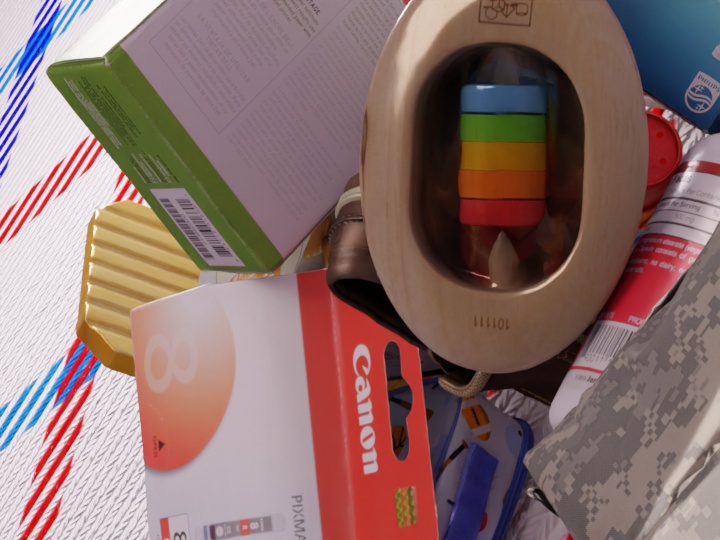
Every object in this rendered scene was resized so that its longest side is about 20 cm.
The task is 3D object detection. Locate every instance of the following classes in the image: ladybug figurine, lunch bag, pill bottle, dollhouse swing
[{"bbox_3d":[0.070,-0.054,1.153,0.072,0.135,0.201,-10,-75,-75],"label":"ladybug figurine"},{"bbox_3d":[0.013,0.159,1.336,0.160,0.075,0.201,-19,43,50],"label":"lunch bag"},{"bbox_3d":[0.179,0.010,1.149,0.201,0.112,0.112,-60,23,-10],"label":"pill bottle"},{"bbox_3d":[-0.055,-0.010,1.561,0.182,0.175,0.200,-45,25,25],"label":"dollhouse swing"},{"bbox_3d":[0.173,0.061,1.000,0.200,0.139,0.168,-53,54,11],"label":"lunch bag"}]

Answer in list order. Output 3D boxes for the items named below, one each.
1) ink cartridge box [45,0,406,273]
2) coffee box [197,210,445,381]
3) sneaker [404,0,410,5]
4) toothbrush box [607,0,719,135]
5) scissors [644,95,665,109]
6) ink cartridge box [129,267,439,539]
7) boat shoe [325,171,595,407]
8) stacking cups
[{"bbox_3d":[-0.044,-0.117,1.327,0.200,0.148,0.076,-47,23,-23],"label":"ink cartridge box"},{"bbox_3d":[0.000,0.000,1.381,0.199,0.079,0.115,-9,64,48],"label":"coffee box"},{"bbox_3d":[0.081,-0.162,1.563,0.200,0.115,0.079,-33,32,43],"label":"sneaker"},{"bbox_3d":[0.202,-0.170,1.236,0.201,0.085,0.146,-56,-11,9],"label":"toothbrush box"},{"bbox_3d":[0.122,-0.114,1.480,0.014,0.073,0.200,-44,19,-19],"label":"scissors"},{"bbox_3d":[-0.045,0.082,1.308,0.200,0.050,0.163,-19,74,51],"label":"ink cartridge box"},{"bbox_3d":[0.061,0.035,1.232,0.075,0.202,0.075,-31,31,51],"label":"boat shoe"},{"bbox_3d":[0.126,-0.037,1.271,0.061,0.060,0.200,-60,-6,-9],"label":"stacking cups"}]
